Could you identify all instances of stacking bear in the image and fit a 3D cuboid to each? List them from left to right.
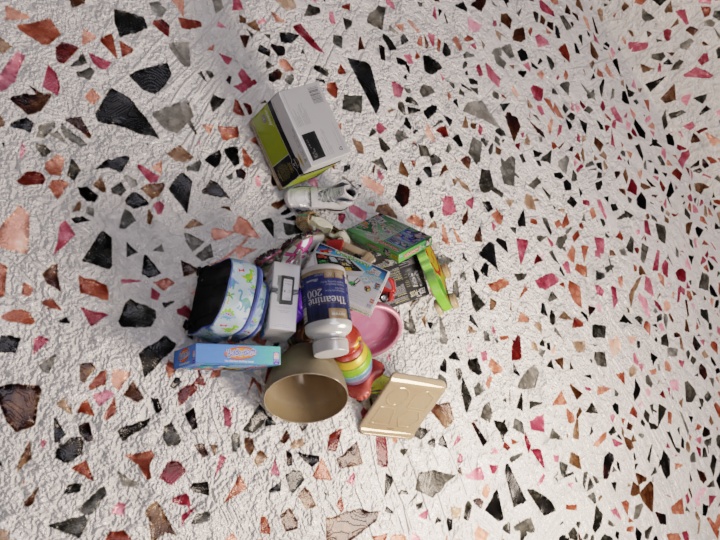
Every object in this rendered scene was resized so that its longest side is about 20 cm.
[{"bbox_3d":[-0.026,0.208,1.622,0.122,0.113,0.201,-53,144,-31],"label":"stacking bear"}]

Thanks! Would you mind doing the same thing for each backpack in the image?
[{"bbox_3d":[-0.291,0.068,1.481,0.146,0.199,0.185,20,67,-28],"label":"backpack"}]

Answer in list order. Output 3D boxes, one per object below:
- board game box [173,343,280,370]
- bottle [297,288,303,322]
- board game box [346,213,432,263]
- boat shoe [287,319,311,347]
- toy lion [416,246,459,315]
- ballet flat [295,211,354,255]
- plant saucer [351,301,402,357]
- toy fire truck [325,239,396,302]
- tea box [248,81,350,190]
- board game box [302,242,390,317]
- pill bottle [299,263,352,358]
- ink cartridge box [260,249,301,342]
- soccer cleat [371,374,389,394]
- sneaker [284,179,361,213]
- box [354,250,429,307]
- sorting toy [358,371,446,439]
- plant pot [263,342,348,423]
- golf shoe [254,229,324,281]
[{"bbox_3d":[-0.301,0.197,1.471,0.199,0.152,0.045,7,73,-33],"label":"board game box"},{"bbox_3d":[-0.148,0.067,1.650,0.065,0.083,0.201,43,59,-17],"label":"bottle"},{"bbox_3d":[0.078,-0.092,1.786,0.134,0.199,0.029,-28,131,-35],"label":"board game box"},{"bbox_3d":[-0.108,0.120,1.672,0.072,0.067,0.200,47,57,-15],"label":"boat shoe"},{"bbox_3d":[0.202,-0.003,1.843,0.192,0.068,0.201,54,19,-40],"label":"toy lion"},{"bbox_3d":[-0.082,-0.096,1.746,0.199,0.065,0.071,28,61,-26],"label":"ballet flat"},{"bbox_3d":[0.008,0.148,1.690,0.199,0.201,0.051,18,34,-29],"label":"plant saucer"},{"bbox_3d":[0.000,0.000,1.694,0.198,0.049,0.142,9,87,1],"label":"toy fire truck"},{"bbox_3d":[-0.160,-0.341,1.675,0.133,0.196,0.201,-26,94,-35],"label":"tea box"},{"bbox_3d":[-0.041,0.021,1.621,0.199,0.035,0.127,23,59,7],"label":"board game box"},{"bbox_3d":[-0.078,0.094,1.505,0.110,0.111,0.202,5,67,-33],"label":"pill bottle"},{"bbox_3d":[-0.188,0.056,1.538,0.067,0.116,0.202,9,69,-16],"label":"ink cartridge box"},{"bbox_3d":[0.072,0.305,1.736,0.199,0.083,0.065,22,67,-28],"label":"soccer cleat"},{"bbox_3d":[-0.096,-0.200,1.733,0.198,0.115,0.076,1,77,-34],"label":"sneaker"},{"bbox_3d":[0.073,0.022,1.808,0.199,0.086,0.165,-18,88,-35],"label":"box"},{"bbox_3d":[0.109,0.355,1.720,0.184,0.201,0.037,14,25,-31],"label":"sorting toy"},{"bbox_3d":[-0.133,0.254,1.567,0.199,0.200,0.135,23,37,-27],"label":"plant pot"},{"bbox_3d":[-0.171,-0.035,1.667,0.199,0.072,0.093,-32,103,-21],"label":"golf shoe"}]
